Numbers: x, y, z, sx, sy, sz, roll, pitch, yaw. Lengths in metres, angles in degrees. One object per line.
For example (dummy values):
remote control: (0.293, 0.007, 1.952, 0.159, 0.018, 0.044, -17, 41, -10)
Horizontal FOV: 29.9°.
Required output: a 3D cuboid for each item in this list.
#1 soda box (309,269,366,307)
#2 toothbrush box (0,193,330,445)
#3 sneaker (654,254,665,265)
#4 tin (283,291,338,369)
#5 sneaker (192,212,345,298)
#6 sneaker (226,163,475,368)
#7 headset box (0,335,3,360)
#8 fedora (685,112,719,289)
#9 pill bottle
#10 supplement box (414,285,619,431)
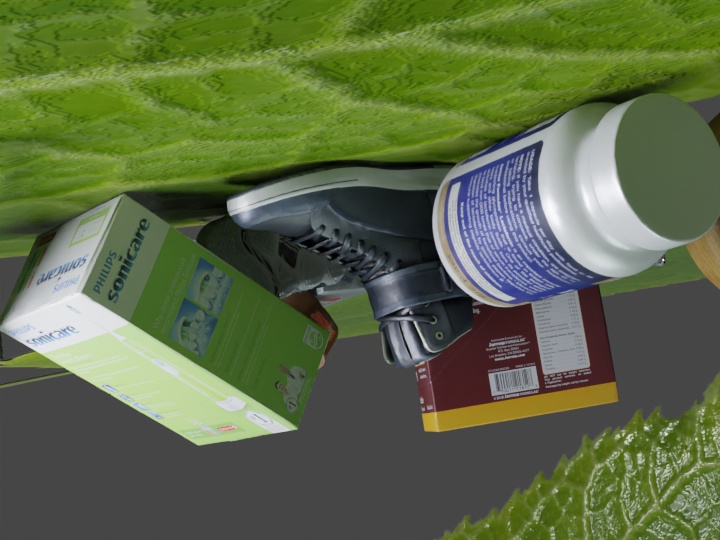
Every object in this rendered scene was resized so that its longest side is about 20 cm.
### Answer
soda box: (-0.055, 0.004, 1.298, 0.067, 0.064, 0.199, -6, 173, -28)
toothbrush box: (-0.146, 0.045, 1.008, 0.199, 0.087, 0.145, 33, 151, -27)
sneaker: (0.216, -0.028, 1.332, 0.197, 0.083, 0.075, -9, 174, -8)
tin: (-0.106, 0.039, 1.270, 0.198, 0.042, 0.112, 10, 150, 41)
sneaker: (-0.101, -0.003, 1.108, 0.114, 0.076, 0.199, -15, 175, 27)
sneaker: (0.001, 0.000, 0.984, 0.200, 0.149, 0.077, -3, 173, -33)
headset box: (-0.385, 0.039, 0.982, 0.198, 0.094, 0.173, -13, 172, 29)
fedora: (0.327, -0.063, 0.988, 0.198, 0.203, 0.082, -11, -150, 15)
pill bottle: (0.144, -0.046, 0.910, 0.114, 0.118, 0.199, -6, 173, -29)
supplement box: (0.151, 0.056, 1.442, 0.194, 0.203, 0.133, -9, 174, -4)
